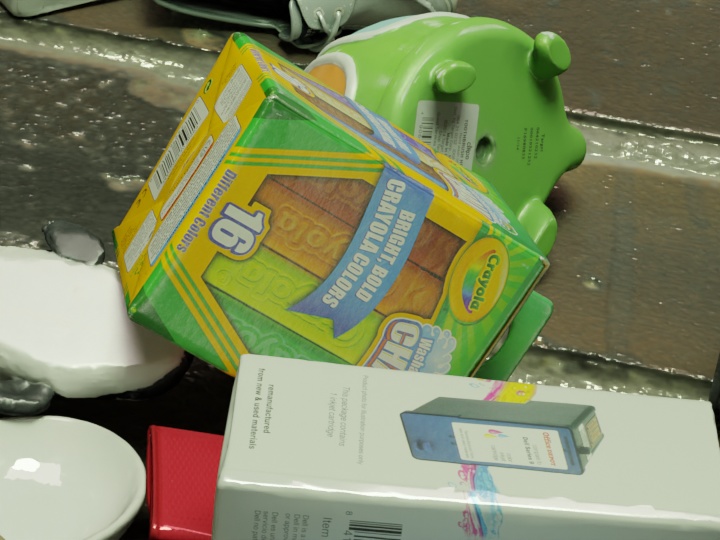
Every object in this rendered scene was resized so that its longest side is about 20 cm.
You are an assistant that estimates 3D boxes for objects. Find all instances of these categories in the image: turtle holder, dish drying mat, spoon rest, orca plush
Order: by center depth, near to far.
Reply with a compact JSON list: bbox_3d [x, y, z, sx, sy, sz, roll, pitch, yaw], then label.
[{"bbox_3d":[-0.138,0.123,0.938,0.099,0.061,0.200,1,36,-9],"label":"spoon rest"},{"bbox_3d":[0.002,0.112,0.989,0.199,0.018,0.077,10,34,-12],"label":"dish drying mat"},{"bbox_3d":[-0.179,0.037,1.059,0.199,0.071,0.106,-2,58,-4],"label":"orca plush"},{"bbox_3d":[0.044,-0.082,1.200,0.131,0.142,0.185,14,40,41],"label":"turtle holder"}]

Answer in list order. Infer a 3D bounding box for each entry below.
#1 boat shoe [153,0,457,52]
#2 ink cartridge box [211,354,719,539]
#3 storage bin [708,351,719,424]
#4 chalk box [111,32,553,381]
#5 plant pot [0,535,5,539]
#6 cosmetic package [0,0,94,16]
[{"bbox_3d":[-0.039,-0.172,1.388,0.200,0.070,0.072,11,59,-5],"label":"boat shoe"},{"bbox_3d":[0.040,0.124,0.892,0.199,0.146,0.088,6,33,0],"label":"ink cartridge box"},{"bbox_3d":[0.262,-0.002,1.121,0.093,0.136,0.200,21,37,21],"label":"storage bin"},{"bbox_3d":[0.000,0.000,1.034,0.199,0.125,0.124,29,12,-18],"label":"chalk box"},{"bbox_3d":[-0.210,0.171,0.810,0.200,0.093,0.201,13,38,-11],"label":"plant pot"},{"bbox_3d":[-0.194,-0.294,1.438,0.164,0.166,0.200,-15,40,-29],"label":"cosmetic package"}]
